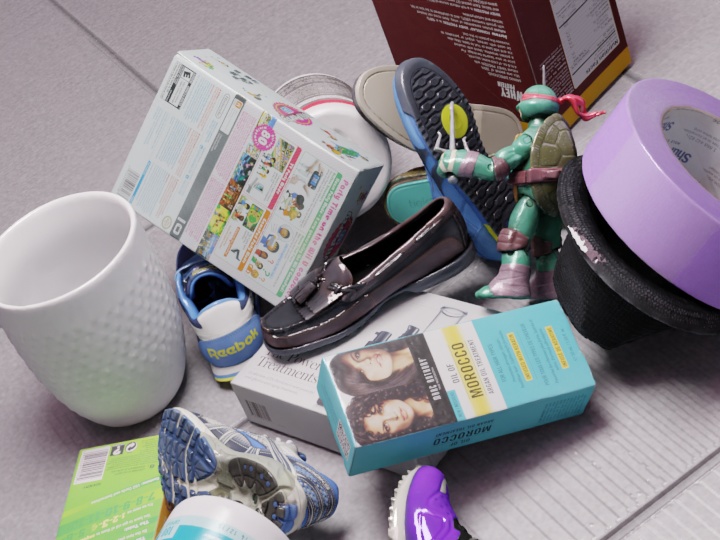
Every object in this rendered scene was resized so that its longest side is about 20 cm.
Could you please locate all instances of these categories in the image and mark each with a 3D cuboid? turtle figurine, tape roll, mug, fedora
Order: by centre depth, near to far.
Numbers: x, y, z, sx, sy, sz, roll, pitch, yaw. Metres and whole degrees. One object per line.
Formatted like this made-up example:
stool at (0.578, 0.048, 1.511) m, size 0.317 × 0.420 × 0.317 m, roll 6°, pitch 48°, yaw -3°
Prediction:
tape roll at (0.272, -0.059, 1.266) m, size 0.066 × 0.199 × 0.201 m, roll -54°, pitch 23°, yaw 34°
fedora at (0.212, 0.000, 1.285) m, size 0.092 × 0.199 × 0.202 m, roll -54°, pitch 23°, yaw 33°
turtle figurine at (0.135, -0.077, 1.343) m, size 0.149 × 0.203 × 0.100 m, roll 2°, pitch -3°, yaw -36°
mug at (-0.242, 0.034, 1.440) m, size 0.147 × 0.176 × 0.200 m, roll -34°, pitch 38°, yaw -13°

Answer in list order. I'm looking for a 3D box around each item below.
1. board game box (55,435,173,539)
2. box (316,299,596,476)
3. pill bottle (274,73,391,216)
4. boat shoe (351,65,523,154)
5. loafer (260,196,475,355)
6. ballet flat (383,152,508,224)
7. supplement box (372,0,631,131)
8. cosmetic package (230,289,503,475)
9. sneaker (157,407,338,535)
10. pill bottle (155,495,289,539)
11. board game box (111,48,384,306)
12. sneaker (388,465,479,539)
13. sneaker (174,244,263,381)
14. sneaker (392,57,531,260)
board game box at (-0.204, 0.220, 1.325) m, size 0.095 × 0.030 × 0.201 m, roll -12°, pitch 37°, yaw 16°
box at (0.072, 0.088, 1.246) m, size 0.198 × 0.049 × 0.083 m, roll -13°, pitch 60°, yaw -16°
pill bottle at (-0.039, -0.126, 1.553) m, size 0.110 × 0.112 × 0.200 m, roll -24°, pitch 21°, yaw -1°
boat shoe at (0.061, -0.137, 1.494) m, size 0.062 × 0.199 × 0.074 m, roll 0°, pitch 79°, yaw 51°
loafer at (0.000, 0.000, 1.365) m, size 0.199 × 0.063 × 0.072 m, roll -26°, pitch 36°, yaw -8°
ballet flat at (0.119, -0.076, 1.476) m, size 0.198 × 0.071 × 0.071 m, roll -5°, pitch 42°, yaw 21°
supplement box at (0.127, -0.257, 1.565) m, size 0.196 × 0.201 × 0.133 m, roll 20°, pitch 55°, yaw 42°
cosmetic package at (0.012, 0.081, 1.355) m, size 0.199 × 0.052 × 0.151 m, roll 14°, pitch 49°, yaw 38°
sneaker at (-0.092, 0.163, 1.297) m, size 0.085 × 0.078 × 0.199 m, roll 1°, pitch 15°, yaw -40°
pill bottle at (-0.128, 0.269, 1.158) m, size 0.110 × 0.111 × 0.201 m, roll 3°, pitch 45°, yaw 30°
board game box at (-0.101, -0.081, 1.431) m, size 0.199 × 0.148 × 0.064 m, roll 34°, pitch 20°, yaw 14°
sneaker at (0.073, 0.224, 1.148) m, size 0.098 × 0.070 × 0.201 m, roll -7°, pitch 45°, yaw 10°
sneaker at (-0.132, 0.013, 1.483) m, size 0.073 × 0.083 × 0.200 m, roll -27°, pitch 36°, yaw -2°
sneaker at (0.075, -0.089, 1.402) m, size 0.078 × 0.201 × 0.066 m, roll -9°, pitch 32°, yaw 52°
